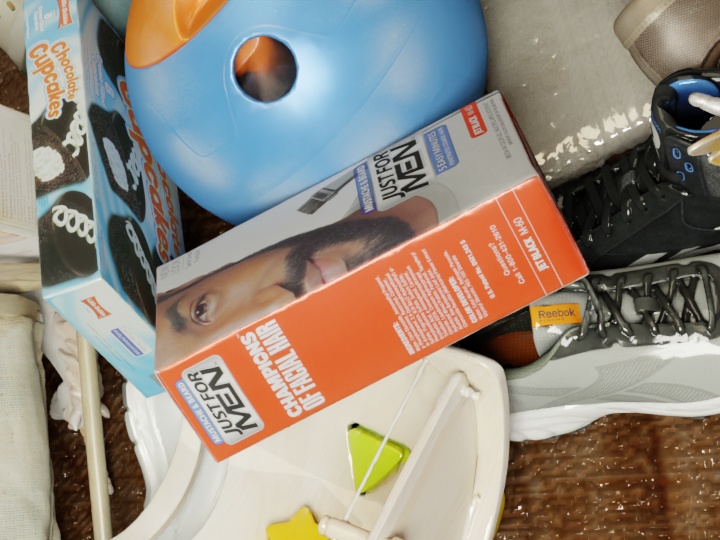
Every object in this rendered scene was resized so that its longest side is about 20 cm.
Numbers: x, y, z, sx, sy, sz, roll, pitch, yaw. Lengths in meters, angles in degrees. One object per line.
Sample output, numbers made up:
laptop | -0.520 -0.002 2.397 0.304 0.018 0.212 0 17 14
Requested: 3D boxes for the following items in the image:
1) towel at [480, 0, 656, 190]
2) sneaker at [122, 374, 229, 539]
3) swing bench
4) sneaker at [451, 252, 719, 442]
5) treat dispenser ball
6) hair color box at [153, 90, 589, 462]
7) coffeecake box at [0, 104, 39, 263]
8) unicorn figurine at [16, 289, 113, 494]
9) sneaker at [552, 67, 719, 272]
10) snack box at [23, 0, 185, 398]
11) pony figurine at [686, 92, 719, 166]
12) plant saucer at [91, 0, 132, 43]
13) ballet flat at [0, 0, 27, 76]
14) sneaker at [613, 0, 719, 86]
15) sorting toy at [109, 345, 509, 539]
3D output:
towel | 0.121 -0.141 0.967 0.132 0.034 0.201 -24 54 20
sneaker | -0.080 0.106 0.938 0.086 0.075 0.201 -14 63 11
swing bench | -0.247 0.102 0.953 0.199 0.129 0.201 -10 82 37
sneaker | 0.131 0.031 0.833 0.199 0.079 0.074 -17 54 21
treat dispenser ball | -0.029 -0.117 0.937 0.200 0.201 0.202 -15 57 24
hair color box | 0.000 0.000 0.829 0.199 0.064 0.111 -28 26 8
coffeecake box | -0.245 -0.040 0.932 0.152 0.200 0.074 -7 82 17
unicorn figurine | -0.179 0.015 1.037 0.137 0.074 0.201 10 72 40
sneaker | 0.142 -0.050 0.850 0.199 0.112 0.074 -16 55 24
snack box | -0.135 -0.045 0.928 0.037 0.116 0.201 -19 56 12
pony figurine | 0.263 -0.043 0.743 0.199 0.167 0.193 -31 71 -21
plant saucer | -0.155 -0.149 1.073 0.038 0.201 0.202 17 69 -2
ballet flat | -0.236 -0.187 1.189 0.063 0.068 0.201 1 48 -19
sneaker | 0.225 -0.152 0.890 0.199 0.070 0.076 -35 84 -11
sorting toy | -0.039 0.126 0.841 0.179 0.107 0.201 17 65 28
